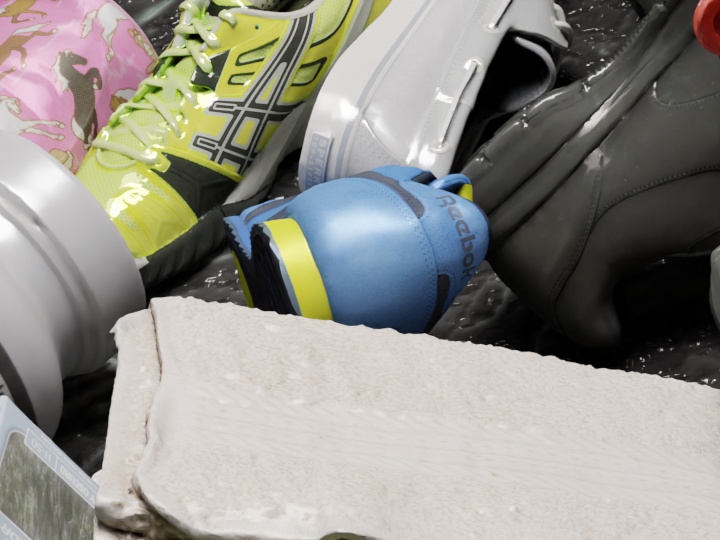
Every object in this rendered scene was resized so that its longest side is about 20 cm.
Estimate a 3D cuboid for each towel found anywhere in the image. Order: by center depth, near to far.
[{"bbox_3d":[0.024,0.057,0.853,0.199,0.035,0.133,8,27,-6],"label":"towel"}]

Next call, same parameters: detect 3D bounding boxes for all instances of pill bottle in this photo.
[{"bbox_3d":[-0.177,0.045,1.047,0.116,0.116,0.200,17,49,45],"label":"pill bottle"}]

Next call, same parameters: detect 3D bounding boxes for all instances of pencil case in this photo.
[{"bbox_3d":[-0.163,-0.036,1.191,0.200,0.087,0.083,-47,2,-34],"label":"pencil case"}]

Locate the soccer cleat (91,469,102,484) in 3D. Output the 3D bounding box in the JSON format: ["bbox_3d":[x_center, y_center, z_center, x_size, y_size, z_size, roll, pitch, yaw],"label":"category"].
[{"bbox_3d":[-0.042,0.078,0.964,0.199,0.069,0.085,-34,39,-9],"label":"soccer cleat"}]

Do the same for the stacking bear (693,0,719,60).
[{"bbox_3d":[0.199,-0.105,0.907,0.199,0.122,0.114,-34,37,5],"label":"stacking bear"}]

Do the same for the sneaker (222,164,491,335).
[{"bbox_3d":[0.000,0.000,1.008,0.078,0.066,0.200,-20,2,-8],"label":"sneaker"}]

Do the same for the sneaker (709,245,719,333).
[{"bbox_3d":[0.135,0.051,0.829,0.073,0.082,0.200,6,22,-9],"label":"sneaker"}]

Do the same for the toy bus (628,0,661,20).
[{"bbox_3d":[0.176,-0.180,1.083,0.191,0.201,0.136,-11,22,8],"label":"toy bus"}]

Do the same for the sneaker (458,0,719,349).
[{"bbox_3d":[0.121,-0.055,1.001,0.200,0.091,0.076,-43,-4,19],"label":"sneaker"}]

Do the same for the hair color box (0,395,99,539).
[{"bbox_3d":[-0.145,0.130,0.862,0.199,0.099,0.061,-32,27,26],"label":"hair color box"}]

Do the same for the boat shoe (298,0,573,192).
[{"bbox_3d":[0.045,-0.086,1.154,0.068,0.072,0.200,21,37,14],"label":"boat shoe"}]

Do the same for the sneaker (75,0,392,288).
[{"bbox_3d":[-0.064,-0.066,1.175,0.075,0.077,0.200,17,50,43],"label":"sneaker"}]
